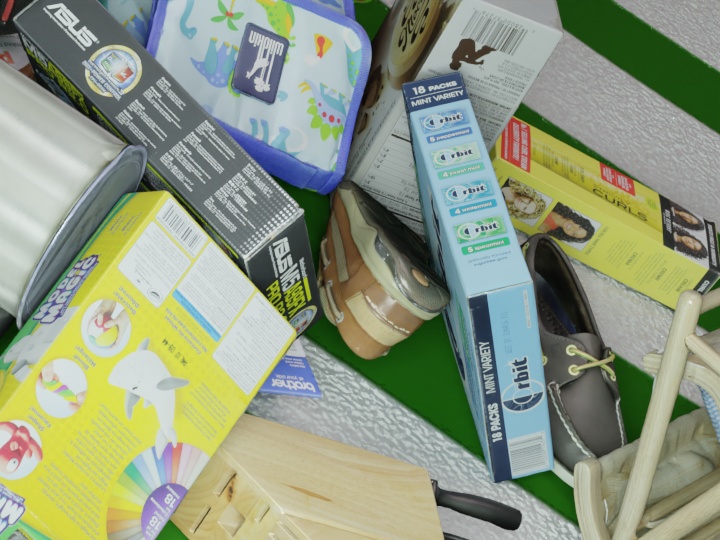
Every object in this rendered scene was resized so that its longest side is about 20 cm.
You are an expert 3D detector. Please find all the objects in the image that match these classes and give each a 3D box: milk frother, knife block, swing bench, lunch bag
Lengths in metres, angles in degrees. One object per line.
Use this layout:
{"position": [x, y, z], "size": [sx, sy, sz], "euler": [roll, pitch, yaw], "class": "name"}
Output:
{"position": [-0.212, -0.071, 1.221], "size": [0.188, 0.181, 0.200], "euler": [34, 45, 5], "class": "milk frother"}
{"position": [0.001, 0.140, 1.264], "size": [0.200, 0.064, 0.175], "euler": [44, 32, 14], "class": "knife block"}
{"position": [0.245, 0.106, 1.413], "size": [0.130, 0.201, 0.198], "euler": [42, 32, 21], "class": "swing bench"}
{"position": [-0.091, -0.156, 1.514], "size": [0.169, 0.127, 0.201], "euler": [20, 45, -30], "class": "lunch bag"}

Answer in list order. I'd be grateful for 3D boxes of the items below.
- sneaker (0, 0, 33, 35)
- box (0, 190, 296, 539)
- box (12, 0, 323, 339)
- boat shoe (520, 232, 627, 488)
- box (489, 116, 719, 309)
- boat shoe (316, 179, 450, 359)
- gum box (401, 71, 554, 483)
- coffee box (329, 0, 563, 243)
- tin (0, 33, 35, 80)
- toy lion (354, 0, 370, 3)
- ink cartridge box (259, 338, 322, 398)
{"position": [-0.277, -0.224, 1.402], "size": [0.199, 0.074, 0.087], "euler": [29, 31, -9], "class": "sneaker"}
{"position": [-0.130, 0.072, 1.144], "size": [0.117, 0.048, 0.200], "euler": [49, 61, -27], "class": "box"}
{"position": [-0.106, -0.055, 1.270], "size": [0.044, 0.160, 0.200], "euler": [-41, 71, -13], "class": "box"}
{"position": [0.135, 0.060, 1.493], "size": [0.071, 0.061, 0.202], "euler": [13, 39, -33], "class": "boat shoe"}
{"position": [0.174, -0.044, 1.673], "size": [0.199, 0.050, 0.075], "euler": [27, 34, -13], "class": "box"}
{"position": [0.000, 0.000, 1.429], "size": [0.076, 0.074, 0.200], "euler": [40, 8, -14], "class": "boat shoe"}
{"position": [0.074, 0.003, 1.419], "size": [0.044, 0.171, 0.201], "euler": [-13, 44, -2], "class": "gum box"}
{"position": [0.053, -0.129, 1.531], "size": [0.079, 0.200, 0.113], "euler": [19, 36, -19], "class": "coffee box"}
{"position": [-0.279, -0.177, 1.441], "size": [0.112, 0.042, 0.200], "euler": [-7, 52, -42], "class": "tin"}
{"position": [-0.079, -0.262, 1.646], "size": [0.199, 0.192, 0.069], "euler": [13, 68, 26], "class": "toy lion"}
{"position": [-0.108, 0.010, 1.353], "size": [0.119, 0.042, 0.200], "euler": [8, 38, -34], "class": "ink cartridge box"}
